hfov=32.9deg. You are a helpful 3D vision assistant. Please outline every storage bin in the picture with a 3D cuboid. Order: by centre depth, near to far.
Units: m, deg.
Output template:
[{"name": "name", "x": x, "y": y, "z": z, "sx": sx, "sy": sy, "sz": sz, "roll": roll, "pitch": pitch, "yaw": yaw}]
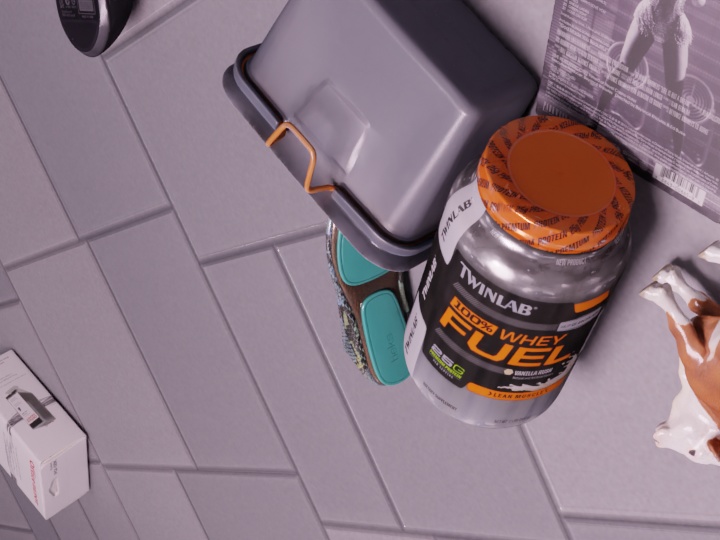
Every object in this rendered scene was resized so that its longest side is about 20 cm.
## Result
[{"name": "storage bin", "x": 0.013, "y": -0.123, "z": 0.827, "sx": 0.200, "sy": 0.145, "sz": 0.135, "roll": 49, "pitch": 135, "yaw": 15}]

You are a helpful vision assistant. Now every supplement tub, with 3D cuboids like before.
[{"name": "supplement tub", "x": 0.103, "y": 0.004, "z": 0.801, "sx": 0.122, "sy": 0.122, "sz": 0.201, "roll": 43, "pitch": 146, "yaw": 22}]

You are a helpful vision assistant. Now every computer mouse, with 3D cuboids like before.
[{"name": "computer mouse", "x": -0.237, "y": -0.296, "z": 1.093, "sx": 0.137, "sy": 0.052, "sz": 0.203, "roll": 19, "pitch": 119, "yaw": 43}]

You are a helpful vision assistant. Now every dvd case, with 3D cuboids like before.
[{"name": "dvd case", "x": 0.174, "y": -0.143, "z": 0.698, "sx": 0.148, "sy": 0.016, "sz": 0.202, "roll": 37, "pitch": 141, "yaw": 32}]

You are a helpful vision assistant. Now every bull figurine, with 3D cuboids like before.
[{"name": "bull figurine", "x": 0.228, "y": 0.042, "z": 0.722, "sx": 0.122, "sy": 0.065, "sz": 0.200, "roll": 52, "pitch": 145, "yaw": 6}]

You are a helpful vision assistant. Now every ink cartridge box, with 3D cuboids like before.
[{"name": "ink cartridge box", "x": -0.487, "y": 0.241, "z": 1.791, "sx": 0.200, "sy": 0.082, "sz": 0.148, "roll": 42, "pitch": 143, "yaw": 26}]

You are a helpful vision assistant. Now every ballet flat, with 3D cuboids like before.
[{"name": "ballet flat", "x": 0.000, "y": 0.000, "z": 0.994, "sx": 0.074, "sy": 0.074, "sz": 0.203, "roll": 21, "pitch": 128, "yaw": 42}]
